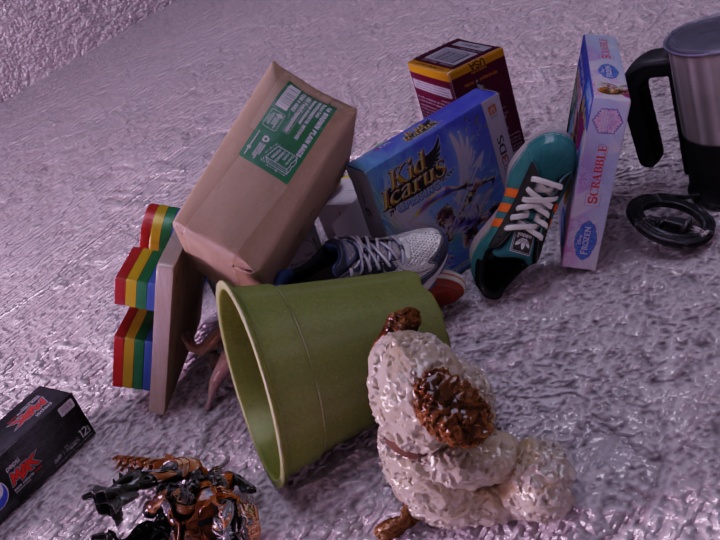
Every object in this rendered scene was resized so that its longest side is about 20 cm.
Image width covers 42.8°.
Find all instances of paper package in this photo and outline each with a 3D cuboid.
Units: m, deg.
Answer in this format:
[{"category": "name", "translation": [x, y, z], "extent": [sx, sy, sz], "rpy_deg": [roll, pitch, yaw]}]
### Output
[{"category": "paper package", "translation": [-0.097, -0.082, 0.964], "extent": [0.201, 0.103, 0.191], "rpy_deg": [-59, -2, -13]}]

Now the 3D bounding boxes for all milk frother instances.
[{"category": "milk frother", "translation": [0.369, -0.149, 0.993], "extent": [0.179, 0.189, 0.200], "rpy_deg": [-8, 30, 24]}]

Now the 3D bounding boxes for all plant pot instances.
[{"category": "plant pot", "translation": [-0.020, 0.083, 0.887], "extent": [0.189, 0.201, 0.200], "rpy_deg": [-15, 25, -17]}]

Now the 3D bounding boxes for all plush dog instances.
[{"category": "plush dog", "translation": [0.056, 0.122, 0.746], "extent": [0.160, 0.173, 0.200], "rpy_deg": [-27, 29, -11]}]

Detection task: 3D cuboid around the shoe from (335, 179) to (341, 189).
[{"category": "shoe", "translation": [-0.105, -0.066, 1.098], "extent": [0.070, 0.053, 0.200], "rpy_deg": [16, 57, 48]}]

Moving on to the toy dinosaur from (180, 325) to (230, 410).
[{"category": "toy dinosaur", "translation": [-0.116, 0.070, 1.061], "extent": [0.135, 0.086, 0.200], "rpy_deg": [3, 41, 26]}]

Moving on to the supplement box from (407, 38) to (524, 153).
[{"category": "supplement box", "translation": [0.147, -0.189, 1.202], "extent": [0.085, 0.201, 0.110], "rpy_deg": [-28, 28, -14]}]

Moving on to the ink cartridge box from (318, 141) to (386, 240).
[{"category": "ink cartridge box", "translation": [0.015, -0.067, 1.166], "extent": [0.067, 0.118, 0.200], "rpy_deg": [2, 36, 40]}]

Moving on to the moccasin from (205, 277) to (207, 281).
[{"category": "moccasin", "translation": [-0.257, -0.001, 1.289], "extent": [0.080, 0.069, 0.200], "rpy_deg": [-11, 30, 18]}]

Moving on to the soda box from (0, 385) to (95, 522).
[{"category": "soda box", "translation": [-0.393, 0.216, 1.007], "extent": [0.070, 0.064, 0.200], "rpy_deg": [3, 36, 38]}]

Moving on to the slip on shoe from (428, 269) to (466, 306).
[{"category": "slip on shoe", "translation": [0.025, 0.052, 1.019], "extent": [0.199, 0.074, 0.061], "rpy_deg": [-18, 58, -3]}]

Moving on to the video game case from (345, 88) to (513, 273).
[{"category": "video game case", "translation": [0.098, -0.086, 1.075], "extent": [0.199, 0.182, 0.045], "rpy_deg": [-33, 31, -21]}]

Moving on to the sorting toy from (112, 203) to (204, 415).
[{"category": "sorting toy", "translation": [-0.234, 0.026, 1.077], "extent": [0.069, 0.201, 0.199], "rpy_deg": [9, 31, -1]}]

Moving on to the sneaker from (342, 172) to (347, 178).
[{"category": "sneaker", "translation": [-0.050, -0.116, 1.219], "extent": [0.072, 0.200, 0.083], "rpy_deg": [-51, 46, 6]}]

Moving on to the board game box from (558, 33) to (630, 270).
[{"category": "board game box", "translation": [0.258, -0.138, 1.038], "extent": [0.041, 0.201, 0.200], "rpy_deg": [7, 32, 7]}]

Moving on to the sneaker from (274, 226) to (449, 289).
[{"category": "sneaker", "translation": [0.000, 0.000, 0.965], "extent": [0.199, 0.085, 0.077], "rpy_deg": [-24, 52, -3]}]

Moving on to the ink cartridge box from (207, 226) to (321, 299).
[{"category": "ink cartridge box", "translation": [-0.125, -0.024, 1.222], "extent": [0.145, 0.088, 0.200], "rpy_deg": [-22, 26, 0]}]

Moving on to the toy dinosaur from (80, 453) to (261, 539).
[{"category": "toy dinosaur", "translation": [-0.176, 0.219, 0.855], "extent": [0.135, 0.103, 0.200], "rpy_deg": [-23, 5, -37]}]

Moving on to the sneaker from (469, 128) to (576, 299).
[{"category": "sneaker", "translation": [0.179, -0.053, 0.990], "extent": [0.071, 0.201, 0.080], "rpy_deg": [15, 35, -11]}]
